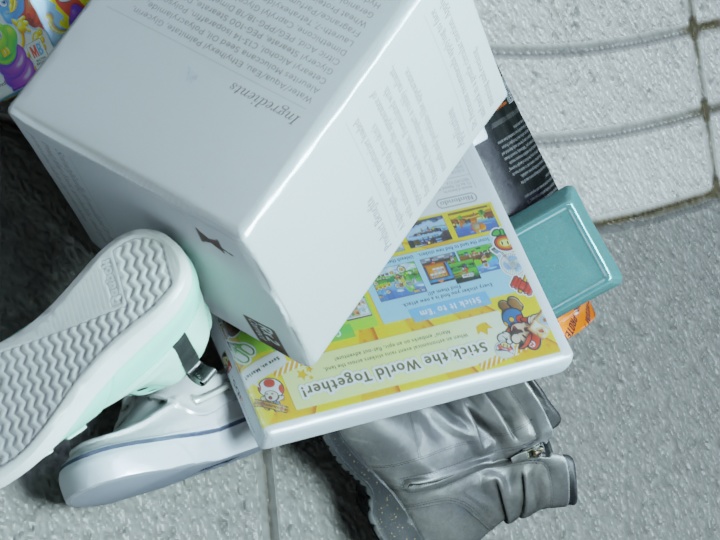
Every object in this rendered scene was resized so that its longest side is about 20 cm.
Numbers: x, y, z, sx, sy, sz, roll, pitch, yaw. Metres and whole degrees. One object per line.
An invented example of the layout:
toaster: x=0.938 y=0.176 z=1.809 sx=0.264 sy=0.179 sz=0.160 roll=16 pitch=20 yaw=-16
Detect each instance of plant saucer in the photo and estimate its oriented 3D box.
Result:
plant saucer: x=0.059 y=0.026 z=1.746 sx=0.070 sy=0.200 sz=0.019 roll=61 pitch=-1 yaw=-9

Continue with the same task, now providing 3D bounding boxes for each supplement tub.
supplement tub: x=0.063 y=-0.039 z=1.811 sx=0.123 sy=0.122 sz=0.200 roll=-32 pitch=97 yaw=-49

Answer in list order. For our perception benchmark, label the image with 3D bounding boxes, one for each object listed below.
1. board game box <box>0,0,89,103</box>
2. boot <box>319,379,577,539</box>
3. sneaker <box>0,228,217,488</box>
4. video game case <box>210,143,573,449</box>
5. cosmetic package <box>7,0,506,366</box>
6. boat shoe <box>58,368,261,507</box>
board game box: x=-0.158 y=-0.171 z=1.639 sx=0.200 sy=0.105 sz=0.103 roll=-28 pitch=95 yaw=-49
boot: x=0.040 y=0.080 z=1.718 sx=0.200 sy=0.132 sz=0.070 roll=61 pitch=-3 yaw=-25
sneaker: x=-0.158 y=0.070 z=1.526 sx=0.074 sy=0.200 sz=0.118 roll=50 pitch=-3 yaw=21
video game case: x=0.000 y=0.000 z=1.664 sx=0.200 sy=0.023 sz=0.182 roll=-13 pitch=64 yaw=-24
cosmetic package: x=-0.051 y=-0.091 z=1.560 sx=0.200 sy=0.165 sz=0.165 roll=-54 pitch=155 yaw=-15
boat shoe: x=-0.107 y=0.085 z=1.618 sx=0.200 sy=0.074 sz=0.065 roll=-13 pitch=78 yaw=-60
